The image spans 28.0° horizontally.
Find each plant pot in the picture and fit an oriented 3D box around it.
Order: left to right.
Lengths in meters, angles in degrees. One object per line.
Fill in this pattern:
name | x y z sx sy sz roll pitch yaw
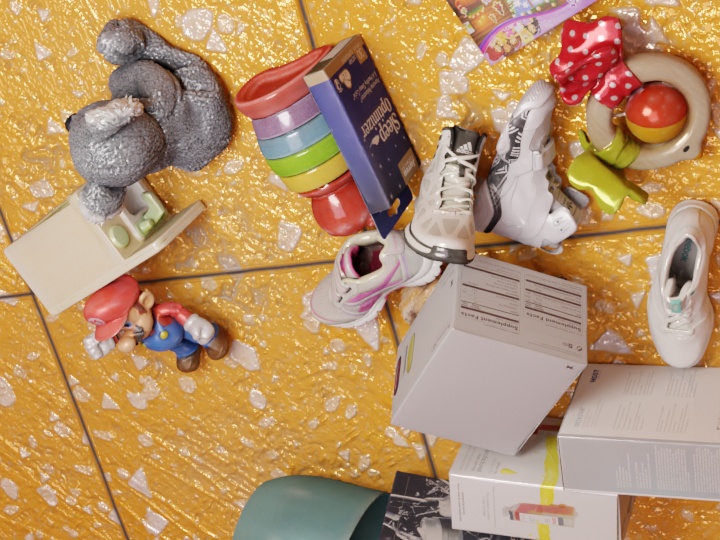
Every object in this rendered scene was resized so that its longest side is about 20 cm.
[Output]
plant pot | -0.068 0.352 1.841 0.160 0.201 0.201 17 122 21

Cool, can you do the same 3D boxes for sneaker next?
sneaker | 0.000 0.000 1.659 0.088 0.082 0.200 15 143 -39
sneaker | 0.093 -0.090 1.535 0.075 0.201 0.116 9 115 -4
sneaker | 0.199 -0.106 1.557 0.115 0.075 0.200 25 128 6
sneaker | 0.344 0.028 1.561 0.075 0.089 0.201 6 119 17

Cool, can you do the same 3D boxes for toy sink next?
toy sink | -0.311 -0.055 1.749 0.200 0.130 0.112 -28 104 32

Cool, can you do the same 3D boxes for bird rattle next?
bird rattle | 0.279 -0.170 1.492 0.162 0.113 0.201 -7 113 1

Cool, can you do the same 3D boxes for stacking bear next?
stacking bear | -0.047 -0.130 1.623 0.121 0.114 0.200 -18 114 28

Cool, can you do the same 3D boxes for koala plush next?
koala plush | -0.257 -0.158 1.630 0.183 0.200 0.178 23 122 8

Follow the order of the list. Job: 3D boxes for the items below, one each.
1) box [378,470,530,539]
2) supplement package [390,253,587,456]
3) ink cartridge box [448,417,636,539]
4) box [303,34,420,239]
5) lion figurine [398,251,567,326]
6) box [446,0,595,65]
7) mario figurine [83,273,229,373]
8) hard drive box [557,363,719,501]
box | 0.110 0.357 1.749 0.181 0.200 0.105 9 121 6
supplement package | 0.139 0.095 1.593 0.155 0.111 0.200 15 140 -11
ink cartridge box | 0.218 0.242 1.693 0.199 0.145 0.084 4 118 19
box | 0.012 -0.147 1.578 0.032 0.121 0.201 -16 110 27
lion figurine | 0.146 0.045 1.660 0.199 0.073 0.123 22 133 4
box | 0.177 -0.317 1.470 0.200 0.039 0.137 -30 104 31
mario figurine | -0.257 0.084 1.767 0.200 0.106 0.124 27 102 -44
hard drive box | 0.334 0.176 1.605 0.199 0.156 0.077 2 119 22
